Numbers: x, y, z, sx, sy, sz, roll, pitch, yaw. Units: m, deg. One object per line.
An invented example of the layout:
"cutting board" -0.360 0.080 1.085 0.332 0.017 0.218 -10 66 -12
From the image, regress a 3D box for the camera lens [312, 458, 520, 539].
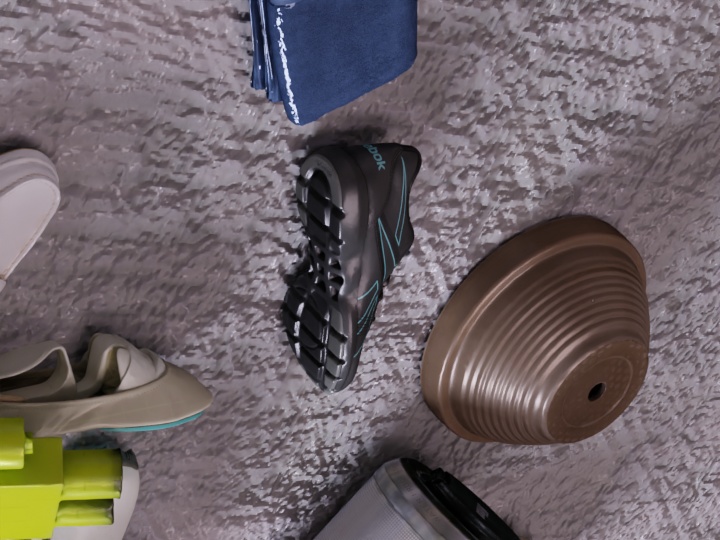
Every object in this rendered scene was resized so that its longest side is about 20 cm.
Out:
"camera lens" 0.026 0.256 1.644 0.200 0.160 0.160 -48 142 4

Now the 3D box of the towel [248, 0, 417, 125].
"towel" -0.018 -0.189 1.285 0.112 0.049 0.200 -26 138 -21

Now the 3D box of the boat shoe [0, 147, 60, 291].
"boat shoe" -0.241 0.017 1.256 0.200 0.069 0.071 -46 141 2

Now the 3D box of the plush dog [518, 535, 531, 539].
"plush dog" 0.107 0.302 1.795 0.200 0.160 0.172 39 69 -54

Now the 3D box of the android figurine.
"android figurine" -0.248 0.132 1.316 0.200 0.041 0.182 0 158 -10

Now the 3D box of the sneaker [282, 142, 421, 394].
"sneaker" 0.000 0.000 1.455 0.079 0.075 0.200 -20 137 -31

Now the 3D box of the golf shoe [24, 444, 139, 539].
"golf shoe" -0.194 0.213 1.468 0.077 0.088 0.200 10 116 -45

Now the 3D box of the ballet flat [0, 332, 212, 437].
"ballet flat" -0.179 0.073 1.374 0.200 0.069 0.070 -10 131 -36

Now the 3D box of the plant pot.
"plant pot" 0.152 0.066 1.639 0.201 0.093 0.201 -24 139 -23
